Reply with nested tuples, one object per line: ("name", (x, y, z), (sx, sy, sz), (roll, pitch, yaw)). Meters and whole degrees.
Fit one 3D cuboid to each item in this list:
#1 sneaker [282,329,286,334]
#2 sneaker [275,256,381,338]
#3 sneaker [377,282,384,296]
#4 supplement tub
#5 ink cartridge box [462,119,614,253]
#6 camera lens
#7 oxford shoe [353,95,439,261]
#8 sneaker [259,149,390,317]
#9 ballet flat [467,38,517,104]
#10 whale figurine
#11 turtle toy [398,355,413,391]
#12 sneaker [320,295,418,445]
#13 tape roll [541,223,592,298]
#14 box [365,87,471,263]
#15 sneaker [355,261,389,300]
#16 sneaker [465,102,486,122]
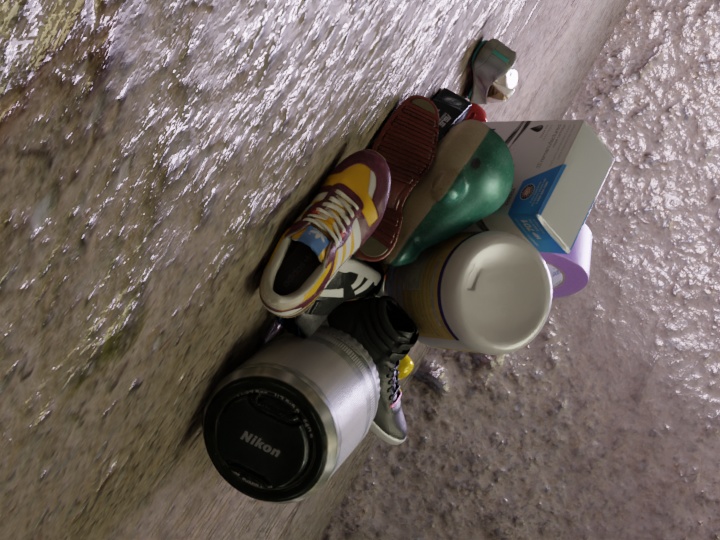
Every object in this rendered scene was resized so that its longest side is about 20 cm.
("sneaker", (-0.050, 0.106, 1.762), (0.076, 0.088, 0.200), (-62, 172, 13))
("sneaker", (-0.047, 0.025, 1.584), (0.112, 0.073, 0.200), (-56, 164, 4))
("sneaker", (0.069, -0.025, 1.972), (0.112, 0.073, 0.200), (-61, 170, 26))
("supplement tub", (0.125, 0.025, 1.666), (0.146, 0.145, 0.200), (-56, -160, -13))
("ink cartridge box", (0.192, -0.106, 1.704), (0.086, 0.200, 0.147), (44, 65, -37))
("camera lens", (-0.075, 0.159, 1.555), (0.160, 0.160, 0.200), (-62, 171, 23))
("oxford shoe", (0.028, -0.106, 1.567), (0.200, 0.070, 0.075), (-65, -166, -8))
("sneaker", (-0.032, -0.039, 1.395), (0.200, 0.075, 0.090), (-58, 177, -6))
("ballet flat", (0.185, -0.261, 1.899), (0.067, 0.064, 0.200), (-57, 172, -6))
("whale figurine", (0.104, -0.077, 1.607), (0.200, 0.104, 0.159), (-56, -177, -5))
("turtle toy", (-0.005, 0.117, 1.958), (0.101, 0.146, 0.200), (-28, 156, -29))
("sneaker", (0.034, 0.118, 1.652), (0.099, 0.200, 0.071), (-19, -163, 24))
("tape roll", (0.210, -0.024, 1.855), (0.200, 0.200, 0.066), (98, 0, -70))
("box", (0.059, -0.121, 1.728), (0.200, 0.043, 0.160), (-48, 166, -51))
("sneaker", (0.000, 0.000, 1.796), (0.090, 0.070, 0.200), (-41, -175, 35))
("sneaker", (0.119, -0.168, 1.896), (0.200, 0.078, 0.116), (-58, -173, 35))
